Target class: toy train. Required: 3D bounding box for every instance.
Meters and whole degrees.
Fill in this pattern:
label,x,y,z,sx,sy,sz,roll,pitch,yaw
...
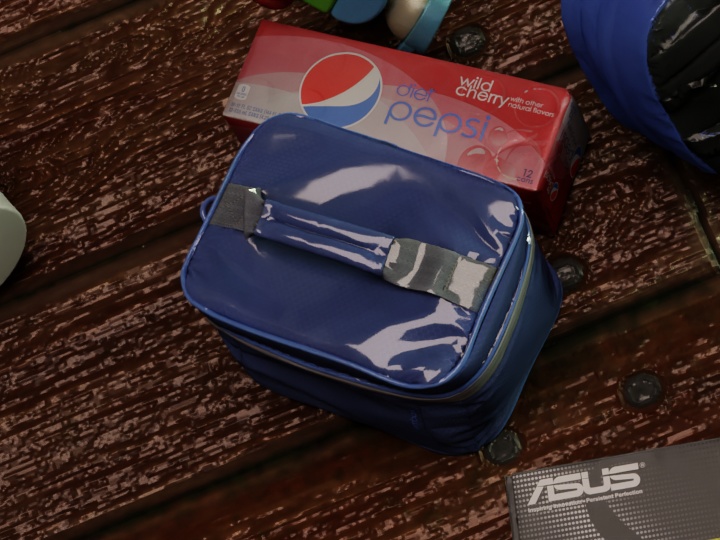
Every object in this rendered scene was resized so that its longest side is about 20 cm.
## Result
label,x,y,z,sx,sy,sz,roll,pitch,yaw
toy train,0.011,-0.205,1.486,0.115,0.085,0.200,30,31,-6

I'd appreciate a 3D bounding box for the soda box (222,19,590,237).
label,x,y,z,sx,sy,sz,roll,pitch,yaw
soda box,0.026,-0.083,1.434,0.199,0.063,0.070,14,70,21

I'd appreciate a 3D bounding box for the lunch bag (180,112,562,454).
label,x,y,z,sx,sy,sz,roll,pitch,yaw
lunch bag,0.000,0.000,1.364,0.199,0.132,0.136,18,72,21

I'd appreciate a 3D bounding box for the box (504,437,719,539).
label,x,y,z,sx,sy,sz,roll,pitch,yaw
box,0.183,0.170,1.289,0.199,0.044,0.161,-10,65,10

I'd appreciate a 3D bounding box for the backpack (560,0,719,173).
label,x,y,z,sx,sy,sz,roll,pitch,yaw
backpack,0.208,-0.157,1.371,0.200,0.163,0.168,-47,35,-8

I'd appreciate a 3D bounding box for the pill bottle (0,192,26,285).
label,x,y,z,sx,sy,sz,roll,pitch,yaw
pill bottle,-0.292,-0.064,1.481,0.113,0.113,0.200,-43,64,-7
